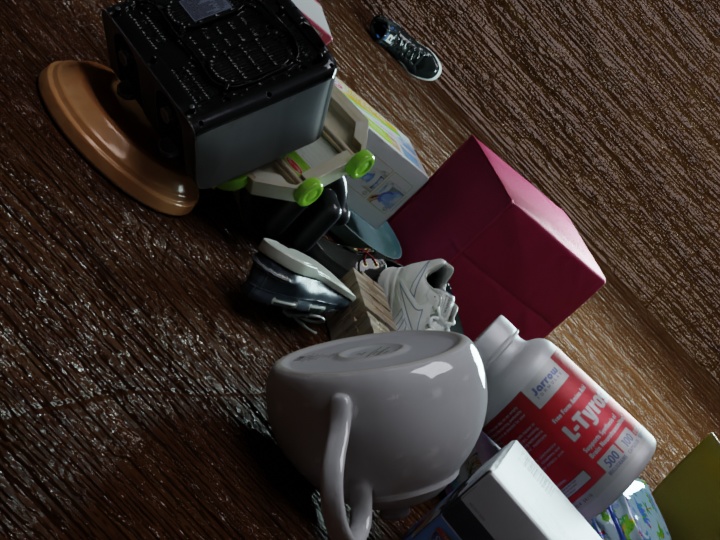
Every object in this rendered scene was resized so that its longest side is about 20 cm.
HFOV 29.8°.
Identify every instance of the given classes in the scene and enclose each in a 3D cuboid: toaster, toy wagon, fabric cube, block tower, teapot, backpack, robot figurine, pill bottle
[{"bbox_3d":[-0.134,-0.202,1.340,0.181,0.200,0.119,52,-26,23],"label":"toaster"},{"bbox_3d":[-0.089,-0.131,1.397,0.155,0.200,0.040,48,-30,22],"label":"toy wagon"},{"bbox_3d":[0.175,-0.022,1.851,0.199,0.200,0.196,35,19,-30],"label":"fabric cube"},{"bbox_3d":[0.006,0.073,1.420,0.054,0.058,0.200,39,15,-27],"label":"block tower"},{"bbox_3d":[0.017,0.137,1.120,0.197,0.200,0.146,5,-76,63],"label":"teapot"},{"bbox_3d":[0.264,0.291,1.440,0.200,0.154,0.163,9,58,-47],"label":"backpack"},{"bbox_3d":[-0.084,-0.110,1.497,0.200,0.125,0.150,-114,-168,-49],"label":"robot figurine"},{"bbox_3d":[0.183,0.141,1.334,0.200,0.112,0.112,43,15,4],"label":"pill bottle"}]

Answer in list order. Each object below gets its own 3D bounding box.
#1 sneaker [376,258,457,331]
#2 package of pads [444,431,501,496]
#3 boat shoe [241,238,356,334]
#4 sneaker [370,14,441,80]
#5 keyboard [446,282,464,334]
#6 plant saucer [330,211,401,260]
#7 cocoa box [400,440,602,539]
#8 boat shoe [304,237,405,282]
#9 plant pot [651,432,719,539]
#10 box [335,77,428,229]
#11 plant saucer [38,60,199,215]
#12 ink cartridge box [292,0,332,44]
[{"bbox_3d":[0.063,0.063,1.486,0.074,0.087,0.200,39,38,-39],"label":"sneaker"},{"bbox_3d":[0.145,0.234,1.346,0.120,0.076,0.200,35,18,-23],"label":"package of pads"},{"bbox_3d":[-0.061,0.019,1.352,0.075,0.062,0.200,35,2,16],"label":"boat shoe"},{"bbox_3d":[0.093,-0.515,3.138,0.200,0.073,0.112,44,16,23],"label":"sneaker"},{"bbox_3d":[0.101,0.090,1.589,0.127,0.021,0.200,32,39,-60],"label":"keyboard"},{"bbox_3d":[-0.024,-0.082,1.786,0.200,0.027,0.200,43,15,-14],"label":"plant saucer"},{"bbox_3d":[0.137,0.268,1.133,0.200,0.131,0.133,49,15,6],"label":"cocoa box"},{"bbox_3d":[-0.001,-0.002,1.582,0.201,0.063,0.074,29,26,-45],"label":"boat shoe"},{"bbox_3d":[0.414,0.348,1.567,0.200,0.176,0.200,46,12,-41],"label":"plant pot"},{"bbox_3d":[-0.023,-0.166,1.753,0.200,0.101,0.113,37,18,-34],"label":"box"},{"bbox_3d":[-0.231,-0.139,1.346,0.200,0.037,0.200,42,16,-15],"label":"plant saucer"},{"bbox_3d":[-0.154,-0.256,1.537,0.146,0.200,0.085,35,24,-37],"label":"ink cartridge box"}]
